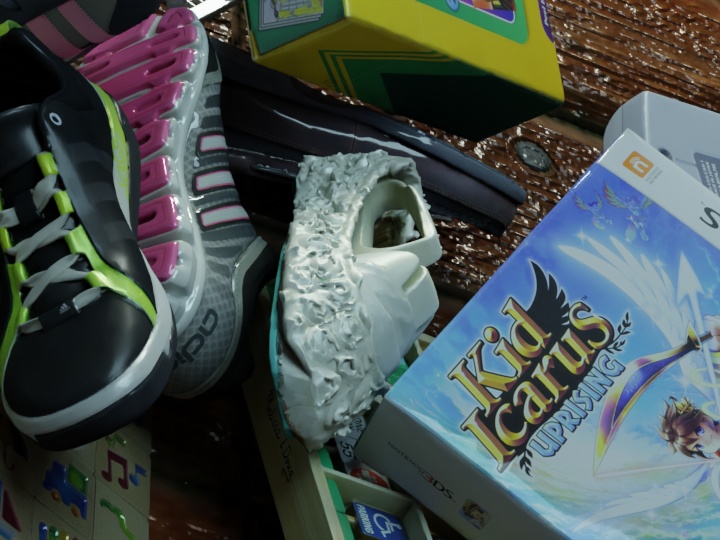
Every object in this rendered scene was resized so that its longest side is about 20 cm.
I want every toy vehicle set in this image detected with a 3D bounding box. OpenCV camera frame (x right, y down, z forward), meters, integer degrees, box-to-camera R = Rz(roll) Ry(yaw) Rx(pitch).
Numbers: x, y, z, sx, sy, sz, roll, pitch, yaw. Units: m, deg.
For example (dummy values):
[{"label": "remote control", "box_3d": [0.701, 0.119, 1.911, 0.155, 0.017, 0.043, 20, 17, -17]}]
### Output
[{"label": "toy vehicle set", "box_3d": [0.019, 0.085, 1.128, 0.124, 0.027, 0.201, 21, 28, -27]}]

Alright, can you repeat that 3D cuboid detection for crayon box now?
[{"label": "crayon box", "box_3d": [0.008, -0.175, 1.259, 0.172, 0.058, 0.202, 15, 59, -52]}]

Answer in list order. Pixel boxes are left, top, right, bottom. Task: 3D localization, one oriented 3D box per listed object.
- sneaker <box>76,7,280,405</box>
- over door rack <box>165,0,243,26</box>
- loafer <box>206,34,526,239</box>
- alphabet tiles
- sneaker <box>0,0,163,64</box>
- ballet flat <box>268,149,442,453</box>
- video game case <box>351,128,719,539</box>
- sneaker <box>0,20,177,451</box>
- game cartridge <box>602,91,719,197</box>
[{"label": "sneaker", "box_3d": [-0.077, -0.023, 1.148, 0.088, 0.073, 0.201, 52, 22, -40]}, {"label": "over door rack", "box_3d": [-0.069, -0.192, 1.331, 0.147, 0.067, 0.199, 36, 35, 24]}, {"label": "loafer", "box_3d": [-0.021, -0.050, 1.265, 0.199, 0.063, 0.072, 23, -1, -21]}, {"label": "alphabet tiles", "box_3d": [-0.134, 0.028, 1.068, 0.166, 0.006, 0.201, 43, 29, -36]}, {"label": "sneaker", "box_3d": [-0.139, -0.113, 1.125, 0.082, 0.200, 0.071, -20, 82, -32]}, {"label": "ballet flat", "box_3d": [0.000, 0.000, 1.126, 0.071, 0.072, 0.200, 27, 25, -12]}, {"label": "video game case", "box_3d": [0.124, 0.058, 1.127, 0.181, 0.046, 0.200, 37, 50, 9]}, {"label": "sneaker", "box_3d": [-0.124, -0.018, 1.043, 0.083, 0.071, 0.201, 53, 13, -40]}, {"label": "game cartridge", "box_3d": [0.182, 0.012, 1.337, 0.133, 0.041, 0.201, 17, 49, -41]}]
